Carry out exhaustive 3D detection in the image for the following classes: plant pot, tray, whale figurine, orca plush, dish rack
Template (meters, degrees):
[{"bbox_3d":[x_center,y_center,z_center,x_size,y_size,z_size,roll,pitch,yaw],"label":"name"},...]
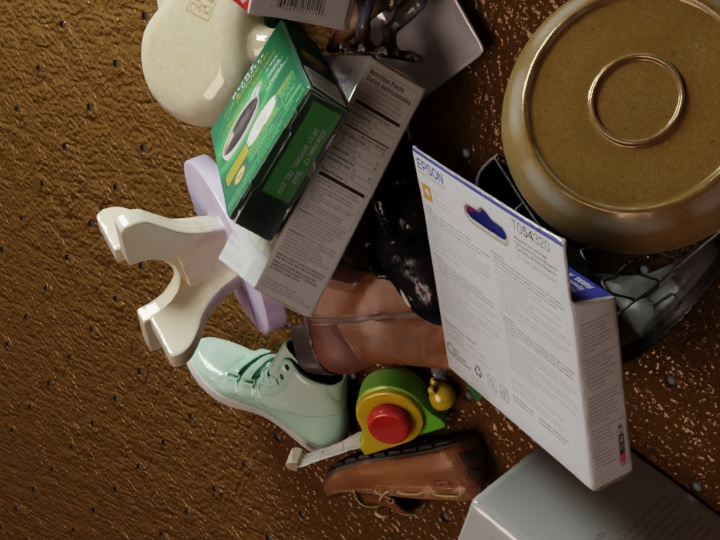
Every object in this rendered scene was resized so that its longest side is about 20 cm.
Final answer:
[{"bbox_3d":[0.189,-0.112,0.886,0.198,0.027,0.203,-5,75,19],"label":"plant pot"},{"bbox_3d":[0.026,-0.244,1.078,0.107,0.022,0.201,-31,87,49],"label":"tray"},{"bbox_3d":[-0.116,-0.229,1.192,0.158,0.103,0.202,29,104,28],"label":"whale figurine"},{"bbox_3d":[0.037,-0.059,1.050,0.104,0.071,0.203,-6,76,25],"label":"orca plush"},{"bbox_3d":[0.194,-0.066,0.925,0.200,0.054,0.154,-43,67,26],"label":"dish rack"}]

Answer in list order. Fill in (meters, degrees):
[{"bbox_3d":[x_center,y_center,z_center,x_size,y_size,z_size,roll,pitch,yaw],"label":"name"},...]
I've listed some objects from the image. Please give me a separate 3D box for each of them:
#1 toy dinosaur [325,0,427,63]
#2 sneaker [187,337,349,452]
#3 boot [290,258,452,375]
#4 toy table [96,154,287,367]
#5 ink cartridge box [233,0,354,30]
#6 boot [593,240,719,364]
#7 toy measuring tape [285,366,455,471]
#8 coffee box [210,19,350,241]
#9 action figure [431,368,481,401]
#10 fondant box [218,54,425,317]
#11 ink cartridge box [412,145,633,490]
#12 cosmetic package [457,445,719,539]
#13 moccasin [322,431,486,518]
[{"bbox_3d":[0.022,-0.257,1.001,0.199,0.104,0.184,15,100,48],"label":"toy dinosaur"},{"bbox_3d":[-0.091,0.093,1.328,0.199,0.074,0.119,27,135,21],"label":"sneaker"},{"bbox_3d":[0.000,0.000,1.138,0.199,0.068,0.191,-10,91,49],"label":"boot"},{"bbox_3d":[-0.160,-0.007,1.215,0.200,0.116,0.185,51,157,44],"label":"toy table"},{"bbox_3d":[-0.060,-0.297,1.005,0.200,0.083,0.178,-134,53,-59],"label":"ink cartridge box"},{"bbox_3d":[0.173,0.010,0.998,0.132,0.070,0.200,50,120,7],"label":"boot"},{"bbox_3d":[-0.001,0.137,1.242,0.198,0.073,0.074,-21,96,27],"label":"toy measuring tape"},{"bbox_3d":[-0.068,-0.119,1.058,0.124,0.044,0.200,-57,22,15],"label":"coffee box"},{"bbox_3d":[0.112,0.014,1.106,0.119,0.054,0.200,53,134,15],"label":"action figure"},{"bbox_3d":[-0.036,-0.075,1.071,0.202,0.058,0.144,-62,20,0],"label":"fondant box"},{"bbox_3d":[0.113,0.024,0.926,0.196,0.043,0.202,41,147,53],"label":"ink cartridge box"},{"bbox_3d":[0.190,0.264,1.069,0.199,0.166,0.169,36,132,25],"label":"cosmetic package"},{"bbox_3d":[0.041,0.205,1.264,0.200,0.073,0.079,-15,90,38],"label":"moccasin"}]
